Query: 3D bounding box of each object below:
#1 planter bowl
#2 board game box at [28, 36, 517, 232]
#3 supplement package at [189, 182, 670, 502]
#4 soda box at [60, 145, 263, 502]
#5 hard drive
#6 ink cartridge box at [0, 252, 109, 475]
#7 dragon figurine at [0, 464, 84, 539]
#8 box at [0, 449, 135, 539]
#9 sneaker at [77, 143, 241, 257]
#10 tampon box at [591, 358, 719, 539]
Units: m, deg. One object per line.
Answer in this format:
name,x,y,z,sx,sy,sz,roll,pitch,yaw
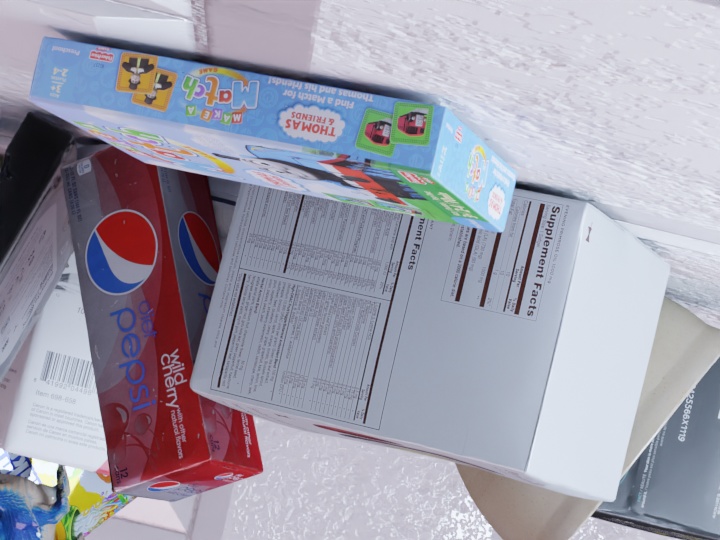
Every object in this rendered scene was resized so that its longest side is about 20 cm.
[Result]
planter bowl,0.130,0.081,1.528,0.135,0.201,0.200,39,178,7
board game box,-0.038,-0.064,1.119,0.198,0.037,0.151,12,175,18
supplement package,0.044,0.032,1.313,0.198,0.148,0.191,12,174,23
soda box,-0.115,0.027,1.348,0.070,0.202,0.063,-19,161,23
hard drive,-0.221,0.003,1.445,0.038,0.140,0.200,27,158,2
ink cartridge box,-0.169,0.038,1.630,0.143,0.202,0.084,16,178,-25
dragon figurine,-0.244,0.195,1.631,0.099,0.202,0.059,-13,-158,-3
box,-0.231,0.075,1.725,0.122,0.192,0.201,9,129,56
sneaker,-0.116,-0.033,1.435,0.199,0.071,0.073,11,175,42
tampon box,0.233,0.126,1.809,0.125,0.151,0.200,14,175,-4
